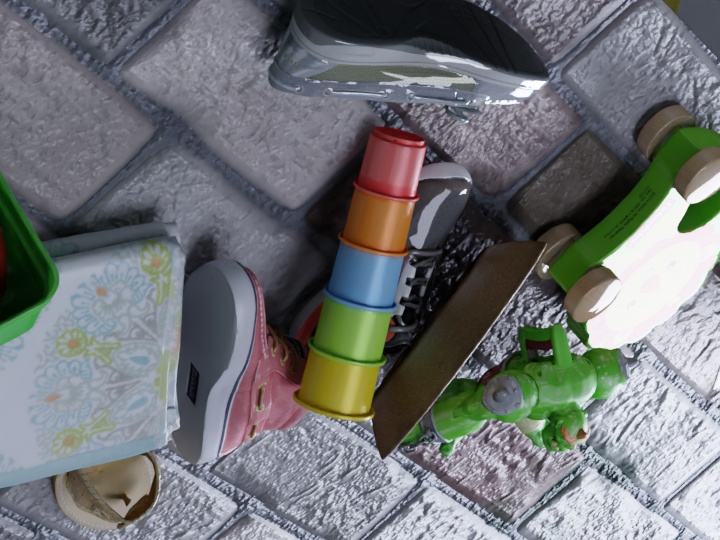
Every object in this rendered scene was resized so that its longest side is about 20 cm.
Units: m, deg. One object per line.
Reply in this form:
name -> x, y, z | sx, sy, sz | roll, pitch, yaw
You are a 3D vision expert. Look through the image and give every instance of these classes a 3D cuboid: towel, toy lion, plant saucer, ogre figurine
towel -> -0.209, 0.058, 1.581 | 0.199, 0.048, 0.172 | -12, 126, -26
toy lion -> 0.232, -0.021, 1.886 | 0.200, 0.069, 0.191 | -48, 150, 15
plant saucer -> 0.063, 0.049, 1.766 | 0.201, 0.035, 0.200 | -52, 180, 0
ogre figurine -> 0.129, 0.097, 1.883 | 0.199, 0.099, 0.120 | 10, 160, -30

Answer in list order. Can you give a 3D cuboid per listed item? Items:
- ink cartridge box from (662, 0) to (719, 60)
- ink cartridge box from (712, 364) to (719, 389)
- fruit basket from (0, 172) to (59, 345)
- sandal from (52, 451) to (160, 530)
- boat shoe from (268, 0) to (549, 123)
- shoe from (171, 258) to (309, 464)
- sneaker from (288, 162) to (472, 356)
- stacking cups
ink cartridge box -> 0.240, -0.233, 1.522 | 0.083, 0.200, 0.146 | -13, 139, -29
ink cartridge box -> 0.379, -0.001, 2.042 | 0.173, 0.044, 0.201 | -16, 140, -26
fruit basket -> -0.293, -0.008, 1.387 | 0.215, 0.156, 0.216 | -29, 162, -10
sandal -> -0.177, 0.148, 1.713 | 0.077, 0.070, 0.212 | -27, 144, -14
boat shoe -> 0.034, -0.137, 1.572 | 0.201, 0.075, 0.065 | 2, 136, -37
shoe -> -0.077, 0.055, 1.698 | 0.091, 0.072, 0.201 | -18, 146, -27
sneaker -> 0.029, 0.014, 1.725 | 0.077, 0.082, 0.200 | 6, 127, -44
stacking cups -> 0.000, 0.000, 1.667 | 0.060, 0.060, 0.201 | 1, 105, -41
